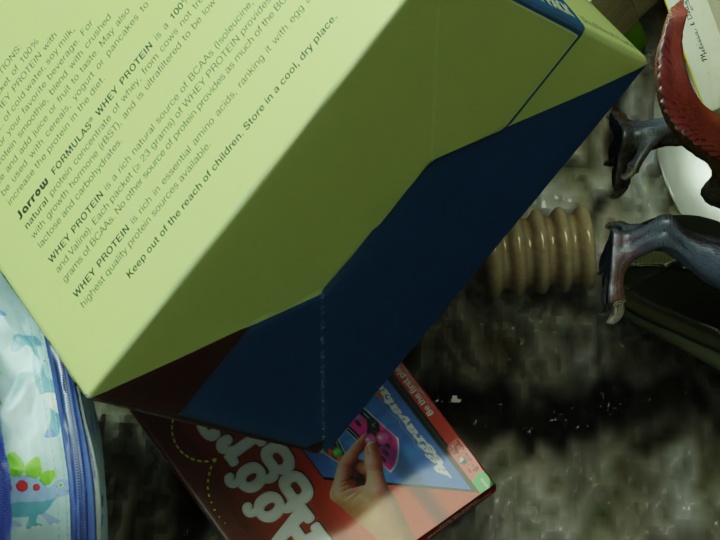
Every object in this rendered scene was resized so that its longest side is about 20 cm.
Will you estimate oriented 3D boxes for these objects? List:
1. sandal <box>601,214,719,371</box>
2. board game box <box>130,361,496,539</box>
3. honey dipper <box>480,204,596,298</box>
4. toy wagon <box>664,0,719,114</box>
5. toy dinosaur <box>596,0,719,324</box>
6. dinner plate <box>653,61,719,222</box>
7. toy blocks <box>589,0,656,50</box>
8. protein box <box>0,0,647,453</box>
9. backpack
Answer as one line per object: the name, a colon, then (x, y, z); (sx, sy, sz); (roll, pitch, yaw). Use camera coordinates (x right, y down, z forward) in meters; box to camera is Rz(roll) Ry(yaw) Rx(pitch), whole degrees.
sandal: (0.187, 0.043, 1.104); (0.080, 0.057, 0.201); (-31, 49, -30)
board game box: (-0.044, 0.041, 1.092); (0.103, 0.019, 0.200); (-36, 74, -7)
honey dipper: (0.000, 0.000, 1.129); (0.200, 0.038, 0.038); (-6, 62, -3)
toy wagon: (0.212, -0.120, 1.140); (0.200, 0.040, 0.155); (-20, 90, -40)
toy dinosaur: (0.183, -0.007, 1.009); (0.181, 0.200, 0.105); (5, 68, -4)
dinner plate: (0.231, -0.065, 1.180); (0.200, 0.024, 0.200); (1, 62, -1)
toy blocks: (0.073, -0.162, 1.183); (0.200, 0.100, 0.137); (-46, 65, -3)
protein box: (-0.045, -0.078, 0.975); (0.199, 0.135, 0.200); (-51, 54, 16)
backpack: (-0.172, 0.066, 0.992); (0.147, 0.200, 0.183); (-10, 61, -8)
